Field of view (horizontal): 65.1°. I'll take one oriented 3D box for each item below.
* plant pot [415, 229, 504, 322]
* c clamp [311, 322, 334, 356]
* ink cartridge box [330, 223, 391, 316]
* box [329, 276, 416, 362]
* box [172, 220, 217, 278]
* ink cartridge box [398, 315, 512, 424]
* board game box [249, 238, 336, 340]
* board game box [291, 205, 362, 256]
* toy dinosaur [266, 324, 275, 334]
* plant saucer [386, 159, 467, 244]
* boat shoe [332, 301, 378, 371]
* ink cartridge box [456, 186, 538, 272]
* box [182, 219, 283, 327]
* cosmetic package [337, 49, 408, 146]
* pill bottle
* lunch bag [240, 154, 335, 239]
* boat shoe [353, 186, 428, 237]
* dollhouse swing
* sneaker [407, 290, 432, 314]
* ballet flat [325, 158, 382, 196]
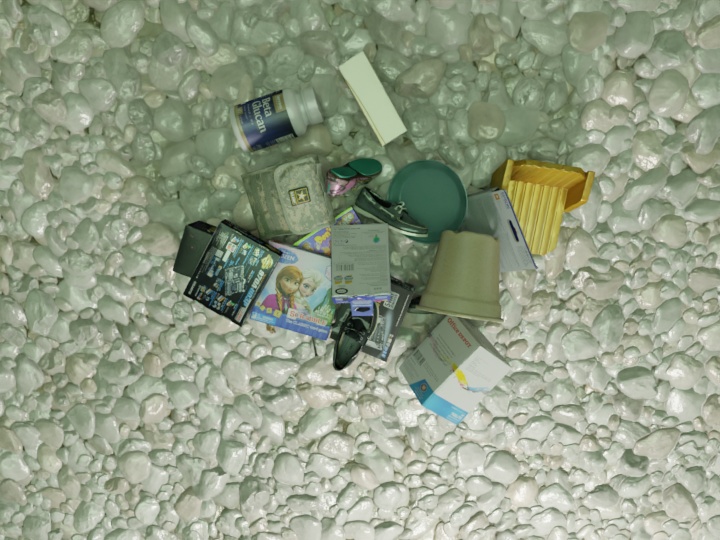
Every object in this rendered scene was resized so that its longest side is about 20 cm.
[{"bbox_3d":[0.235,0.009,1.271,0.199,0.200,0.185,8,89,0],"label":"plant pot"},{"bbox_3d":[-0.047,0.113,1.445,0.199,0.027,0.172,-16,96,6],"label":"c clamp"},{"bbox_3d":[0.000,0.000,1.285,0.135,0.076,0.202,-2,75,2],"label":"ink cartridge box"},{"bbox_3d":[0.028,0.102,1.375,0.157,0.050,0.201,22,111,6],"label":"box"},{"bbox_3d":[-0.336,-0.029,1.379,0.199,0.106,0.123,20,101,-2],"label":"box"},{"bbox_3d":[0.229,0.237,1.376,0.146,0.147,0.200,34,103,-34],"label":"ink cartridge box"},{"bbox_3d":[-0.148,0.047,1.365,0.199,0.041,0.201,15,99,-1],"label":"board game box"},{"bbox_3d":[-0.070,-0.049,1.393,0.199,0.045,0.135,-32,97,5],"label":"board game box"},{"bbox_3d":[-0.201,0.073,1.422,0.100,0.058,0.202,5,102,2],"label":"toy dinosaur"},{"bbox_3d":[0.161,-0.165,1.348,0.199,0.036,0.202,7,108,21],"label":"plant saucer"},{"bbox_3d":[-0.018,0.156,1.340,0.074,0.066,0.200,33,112,4],"label":"boat shoe"},{"bbox_3d":[0.315,-0.091,1.309,0.040,0.200,0.201,-30,102,-26],"label":"ink cartridge box"},{"bbox_3d":[-0.295,0.007,1.307,0.158,0.046,0.201,29,102,-5],"label":"box"},{"bbox_3d":[0.030,-0.390,1.295,0.073,0.104,0.201,-30,98,8],"label":"cosmetic package"},{"bbox_3d":[-0.191,-0.354,1.304,0.199,0.111,0.112,-17,101,5],"label":"pill bottle"},{"bbox_3d":[-0.159,-0.168,1.302,0.199,0.117,0.165,-6,104,37],"label":"lunch bag"},{"bbox_3d":[0.076,-0.137,1.334,0.199,0.073,0.062,27,109,20],"label":"boat shoe"},{"bbox_3d":[0.406,-0.140,1.312,0.198,0.182,0.177,9,84,-1],"label":"dollhouse swing"},{"bbox_3d":[0.198,0.045,1.398,0.198,0.076,0.115,-11,100,1],"label":"sneaker"},{"bbox_3d":[-0.021,-0.212,1.307,0.069,0.200,0.071,36,124,16],"label":"ballet flat"}]
